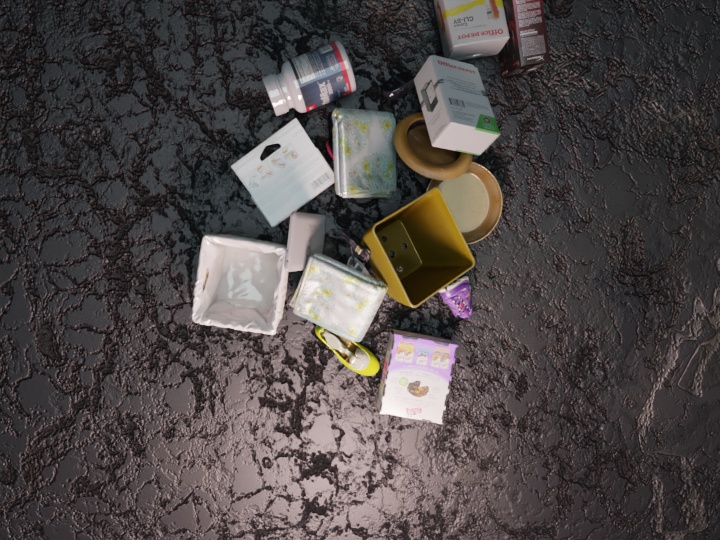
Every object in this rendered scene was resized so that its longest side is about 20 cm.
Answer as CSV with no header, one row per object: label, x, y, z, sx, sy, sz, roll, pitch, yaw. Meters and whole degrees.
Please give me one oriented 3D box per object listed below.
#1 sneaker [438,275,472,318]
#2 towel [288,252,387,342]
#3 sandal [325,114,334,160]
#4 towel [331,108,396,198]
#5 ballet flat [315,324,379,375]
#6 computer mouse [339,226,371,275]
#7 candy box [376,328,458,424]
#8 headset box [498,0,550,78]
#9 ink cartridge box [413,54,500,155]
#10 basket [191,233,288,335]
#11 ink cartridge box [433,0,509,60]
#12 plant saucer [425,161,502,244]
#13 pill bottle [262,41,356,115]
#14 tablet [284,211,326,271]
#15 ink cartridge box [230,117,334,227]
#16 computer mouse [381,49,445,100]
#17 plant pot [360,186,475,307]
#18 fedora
sneaker,0.238,0.068,1.472,0.079,0.200,0.085,-22,70,16
towel,-0.055,0.065,1.447,0.197,0.048,0.173,24,125,-3
sandal,-0.052,-0.269,1.477,0.044,0.075,0.204,-13,100,11
towel,0.012,-0.270,1.444,0.169,0.048,0.205,-7,97,-42
ballet flat,-0.033,0.197,1.523,0.199,0.067,0.067,41,93,-8
computer mouse,0.000,0.000,1.480,0.043,0.110,0.203,-26,132,-21
candy box,0.139,0.264,1.545,0.164,0.072,0.204,11,94,-7
headset box,0.372,-0.571,1.452,0.073,0.149,0.204,-10,97,-4
ink cartridge box,0.219,-0.379,1.422,0.143,0.084,0.204,4,60,-28
basket,-0.267,0.025,1.429,0.196,0.161,0.203,9,95,-2
ink cartridge box,0.256,-0.613,1.453,0.142,0.083,0.204,-10,87,-5
plant saucer,0.252,-0.167,1.534,0.196,0.035,0.205,0,95,-5
pill bottle,-0.119,-0.435,1.428,0.197,0.120,0.122,-22,97,-3
tablet,-0.123,-0.066,1.429,0.013,0.200,0.133,9,95,18
ink cartridge box,-0.181,-0.231,1.479,0.199,0.044,0.175,-36,97,-1
computer mouse,0.135,-0.469,1.494,0.198,0.059,0.034,-33,138,-6
plant pot,0.111,-0.046,1.444,0.198,0.176,0.203,-32,98,-22
fedora,0.167,-0.282,1.471,0.196,0.082,0.204,4,63,-7
